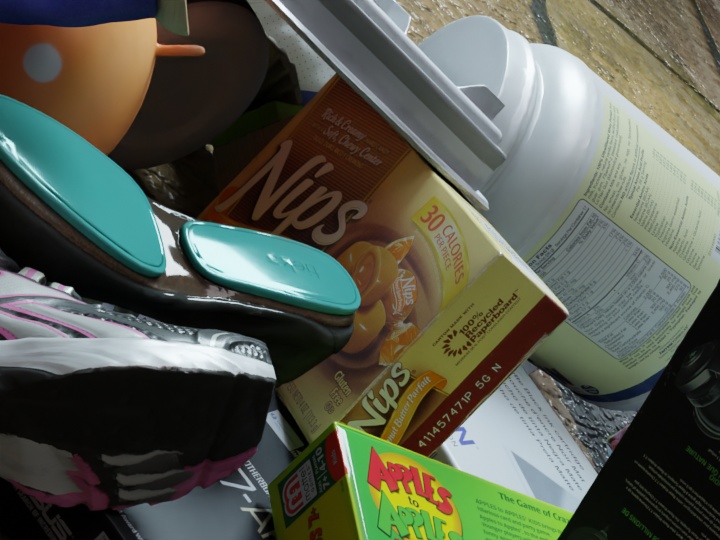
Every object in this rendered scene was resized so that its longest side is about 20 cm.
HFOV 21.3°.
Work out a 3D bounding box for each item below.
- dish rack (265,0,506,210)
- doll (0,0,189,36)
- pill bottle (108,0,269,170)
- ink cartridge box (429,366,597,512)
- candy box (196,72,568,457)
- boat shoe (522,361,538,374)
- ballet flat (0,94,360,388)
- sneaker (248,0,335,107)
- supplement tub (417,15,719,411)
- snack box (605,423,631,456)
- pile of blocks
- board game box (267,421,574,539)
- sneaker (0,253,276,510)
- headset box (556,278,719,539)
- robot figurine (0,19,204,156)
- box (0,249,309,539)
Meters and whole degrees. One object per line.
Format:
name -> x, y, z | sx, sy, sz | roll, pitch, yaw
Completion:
dish rack -> -0.008, -0.124, 0.898 | 0.172, 0.044, 0.200 | 41, 7, -34
doll -> -0.163, -0.111, 0.694 | 0.049, 0.199, 0.137 | 89, -2, -59
pill bottle -> -0.136, -0.157, 0.963 | 0.112, 0.112, 0.201 | 9, 43, -55
ink cartridge box -> 0.094, 0.121, 0.944 | 0.200, 0.041, 0.200 | 56, 23, 21
candy box -> 0.000, 0.000, 0.875 | 0.055, 0.115, 0.200 | 41, 7, -34
boat shoe -> 0.050, -0.014, 1.110 | 0.200, 0.066, 0.072 | 38, 24, -19
ballet flat -> -0.086, 0.002, 0.732 | 0.199, 0.068, 0.068 | 27, 27, -36
sneaker -> -0.062, -0.156, 1.124 | 0.081, 0.115, 0.200 | -55, 126, -79
supplement tub -> 0.103, -0.030, 1.020 | 0.200, 0.145, 0.145 | 34, 26, -28
snack box -> 0.205, 0.102, 0.987 | 0.053, 0.142, 0.200 | 55, -6, 28
pile of blocks -> -0.067, -0.104, 1.035 | 0.062, 0.082, 0.200 | 5, 45, -57
board game box -> 0.061, 0.141, 0.766 | 0.199, 0.048, 0.102 | 24, 35, -33
sneaker -> -0.123, 0.024, 0.660 | 0.199, 0.080, 0.087 | 6, 46, -27
headset box -> 0.186, 0.076, 0.766 | 0.093, 0.201, 0.174 | 42, 24, 31
robot figurine -> -0.167, -0.107, 0.782 | 0.199, 0.117, 0.144 | 28, 20, 10
box -> -0.097, 0.059, 0.768 | 0.200, 0.044, 0.160 | 52, 24, 14
